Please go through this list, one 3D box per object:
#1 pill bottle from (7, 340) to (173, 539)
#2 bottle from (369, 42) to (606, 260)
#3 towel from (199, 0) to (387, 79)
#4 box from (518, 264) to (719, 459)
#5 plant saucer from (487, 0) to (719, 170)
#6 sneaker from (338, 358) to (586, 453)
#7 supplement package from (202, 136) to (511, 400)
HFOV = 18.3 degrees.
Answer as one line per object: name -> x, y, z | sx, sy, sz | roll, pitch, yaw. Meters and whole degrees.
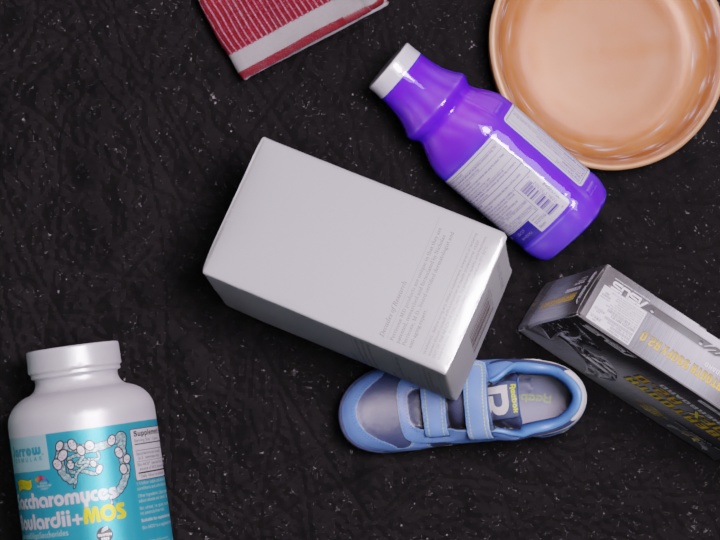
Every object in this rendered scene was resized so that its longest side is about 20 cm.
pill bottle -> -0.200, 0.155, 1.652 | 0.111, 0.111, 0.200 | -8, 87, -12
bottle -> 0.096, -0.097, 1.748 | 0.200, 0.084, 0.065 | 40, 44, -6
towel -> -0.081, -0.264, 1.708 | 0.144, 0.023, 0.200 | -25, 94, 25
box -> 0.234, 0.074, 1.725 | 0.200, 0.158, 0.048 | 33, 78, -8
plant saucer -> 0.196, -0.179, 1.799 | 0.200, 0.037, 0.200 | 1, 85, -12
sneaker -> 0.082, 0.101, 1.730 | 0.200, 0.082, 0.074 | -6, 88, -10
supplement package -> 0.000, 0.000, 1.674 | 0.200, 0.117, 0.117 | 22, 81, 10
